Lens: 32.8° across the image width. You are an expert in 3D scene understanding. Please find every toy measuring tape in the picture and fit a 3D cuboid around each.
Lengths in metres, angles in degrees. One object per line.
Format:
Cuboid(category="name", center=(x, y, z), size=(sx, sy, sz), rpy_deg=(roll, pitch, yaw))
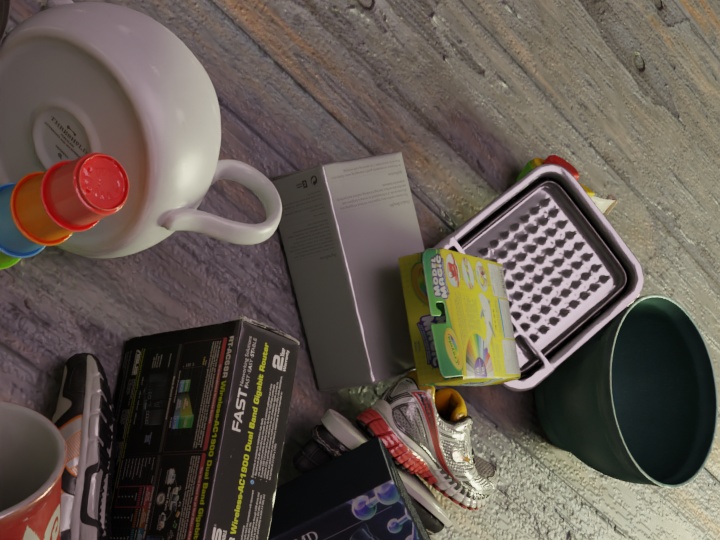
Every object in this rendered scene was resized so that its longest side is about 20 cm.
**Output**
Cuboid(category="toy measuring tape", center=(0.226, -0.093, 1.378), size=(0.199, 0.073, 0.074), rpy_deg=(-3, 84, -57))

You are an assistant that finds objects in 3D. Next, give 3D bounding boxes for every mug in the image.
Cuboid(category="mug", center=(-0.261, 0.192, 0.788), size=(0.133, 0.177, 0.201), rpy_deg=(-15, 121, -33))

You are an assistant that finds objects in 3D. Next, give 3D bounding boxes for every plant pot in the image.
Cuboid(category="plant pot", center=(0.274, 0.133, 1.320), size=(0.199, 0.134, 0.202), rpy_deg=(10, 75, -42))

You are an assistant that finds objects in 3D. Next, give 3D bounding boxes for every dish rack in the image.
Cuboid(category="dish rack", center=(0.173, 0.008, 1.252), size=(0.200, 0.044, 0.172), rpy_deg=(-38, 88, -14))

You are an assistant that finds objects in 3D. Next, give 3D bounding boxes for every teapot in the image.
Cuboid(category="teapot", center=(-0.173, -0.110, 0.919), size=(0.146, 0.196, 0.202), rpy_deg=(-33, 116, -54))

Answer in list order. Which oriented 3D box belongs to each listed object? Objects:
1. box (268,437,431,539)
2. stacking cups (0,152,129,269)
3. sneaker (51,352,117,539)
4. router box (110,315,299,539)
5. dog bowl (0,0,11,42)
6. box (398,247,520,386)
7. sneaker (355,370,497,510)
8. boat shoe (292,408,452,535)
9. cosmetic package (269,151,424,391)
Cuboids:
Cuboid(category="box", center=(-0.003, 0.267, 1.004), size=(0.148, 0.107, 0.201), rpy_deg=(-26, 102, 0))
Cuboid(category="stacking cups", center=(-0.222, -0.038, 0.840), size=(0.060, 0.199, 0.061), rpy_deg=(13, 72, -43))
Cuboid(category="sneaker", center=(-0.221, 0.153, 0.893), size=(0.079, 0.074, 0.201), rpy_deg=(-2, 61, 0))
Cuboid(category="router box", center=(-0.130, 0.144, 0.925), size=(0.062, 0.149, 0.201), rpy_deg=(24, 66, -40))
Cuboid(category="dog bowl", center=(-0.344, -0.195, 0.836), size=(0.199, 0.059, 0.202), rpy_deg=(10, 71, -31))
Cuboid(category="box", center=(0.089, 0.046, 1.111), size=(0.200, 0.048, 0.118), rpy_deg=(14, 66, -67))
Cuboid(category="sneaker", center=(0.081, 0.160, 1.138), size=(0.082, 0.078, 0.200), rpy_deg=(-49, 139, -1))
Cuboid(category="boat shoe", center=(0.013, 0.197, 1.109), size=(0.060, 0.074, 0.200), rpy_deg=(-46, 134, 0))
Cuboid(category="cosmetic package", center=(0.000, 0.000, 1.127), size=(0.112, 0.081, 0.202), rpy_deg=(-12, 91, -44))
